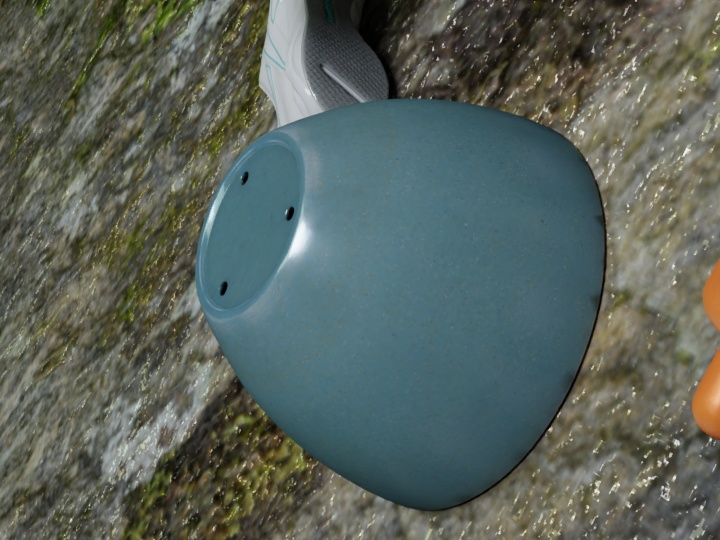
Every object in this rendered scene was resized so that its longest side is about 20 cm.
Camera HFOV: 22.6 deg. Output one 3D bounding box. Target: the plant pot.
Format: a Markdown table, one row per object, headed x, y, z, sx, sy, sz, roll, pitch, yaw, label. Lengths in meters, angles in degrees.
| x | y | z | sx | sy | sz | roll | pitch | yaw | label |
| --- | --- | --- | --- | --- | --- | --- | --- | --- | --- |
| 0.000 | 0.000 | 0.866 | 0.200 | 0.134 | 0.202 | -35 | 45 | 43 | plant pot |

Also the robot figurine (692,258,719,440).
| x | y | z | sx | sy | sz | roll | pitch | yaw | label |
| --- | --- | --- | --- | --- | --- | --- | --- | --- | --- |
| 0.193 | -0.014 | 0.599 | 0.201 | 0.116 | 0.144 | -62 | -7 | 11 | robot figurine |

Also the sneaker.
| x | y | z | sx | sy | sz | roll | pitch | yaw | label |
| --- | --- | --- | --- | --- | --- | --- | --- | --- | --- |
| -0.032 | -0.145 | 1.064 | 0.080 | 0.070 | 0.202 | -48 | 34 | 46 | sneaker |
